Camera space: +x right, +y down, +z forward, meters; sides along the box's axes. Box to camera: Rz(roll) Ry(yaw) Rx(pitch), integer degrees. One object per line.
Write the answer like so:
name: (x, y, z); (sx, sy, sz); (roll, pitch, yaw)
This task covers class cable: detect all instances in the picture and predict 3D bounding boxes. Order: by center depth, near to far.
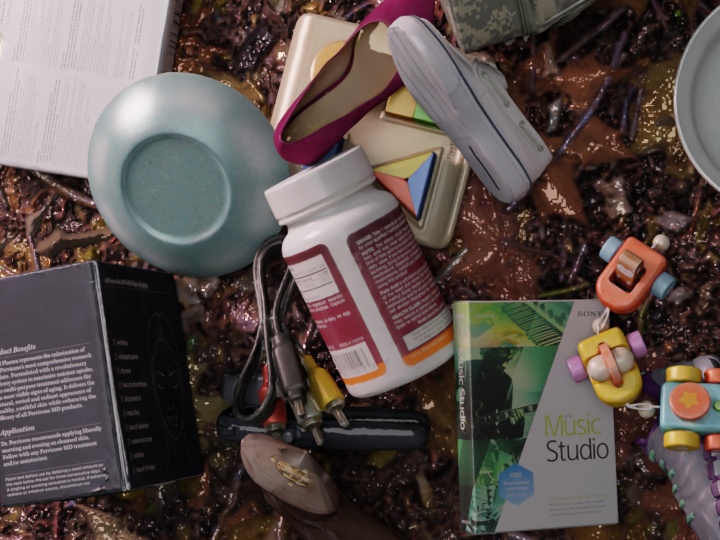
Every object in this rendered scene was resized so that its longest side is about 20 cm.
cable: (-0.076, 0.068, 1.401); (0.097, 0.050, 0.201); (-19, 59, 8)

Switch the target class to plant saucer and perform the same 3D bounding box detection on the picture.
plant saucer: (-0.165, -0.080, 1.422); (0.200, 0.039, 0.202); (5, 113, 12)

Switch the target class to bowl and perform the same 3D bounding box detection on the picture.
bowl: (0.370, -0.144, 1.326); (0.200, 0.090, 0.202); (-1, 87, 12)

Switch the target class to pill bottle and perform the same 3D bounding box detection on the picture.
pill bottle: (0.000, 0.000, 1.362); (0.114, 0.114, 0.201); (-24, 97, 10)

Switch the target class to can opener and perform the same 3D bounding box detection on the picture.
can opener: (-0.035, 0.140, 1.406); (0.199, 0.063, 0.079); (8, 118, 9)

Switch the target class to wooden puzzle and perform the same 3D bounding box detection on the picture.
wooden puzzle: (0.009, -0.132, 1.425); (0.199, 0.046, 0.186); (14, 90, 13)

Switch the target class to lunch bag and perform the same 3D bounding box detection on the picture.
lunch bag: (0.140, -0.285, 1.326); (0.167, 0.200, 0.140); (-19, 112, 5)

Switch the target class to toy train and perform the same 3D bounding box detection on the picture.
toy train: (0.260, 0.060, 1.305); (0.200, 0.056, 0.150); (41, 86, 22)

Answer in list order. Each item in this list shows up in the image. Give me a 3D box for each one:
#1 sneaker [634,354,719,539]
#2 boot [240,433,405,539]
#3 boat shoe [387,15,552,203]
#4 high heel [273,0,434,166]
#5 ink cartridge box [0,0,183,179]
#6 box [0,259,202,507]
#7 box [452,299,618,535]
sneaker: (0.287, 0.177, 1.341); (0.087, 0.074, 0.201); (-10, 73, 21)
boot: (-0.020, 0.213, 1.326); (0.186, 0.200, 0.064); (32, 74, 10)
boat shoe: (0.099, -0.154, 1.371); (0.067, 0.073, 0.200); (-43, 116, -17)
high heel: (-0.001, -0.174, 1.360); (0.067, 0.096, 0.200); (34, 92, 8)
ink cartridge box: (-0.282, -0.191, 1.493); (0.199, 0.043, 0.197); (10, 91, 13)
box: (-0.240, 0.101, 1.384); (0.123, 0.200, 0.197); (-9, 84, 12)
box: (0.153, 0.125, 1.346); (0.144, 0.036, 0.201); (-1, 85, -23)
